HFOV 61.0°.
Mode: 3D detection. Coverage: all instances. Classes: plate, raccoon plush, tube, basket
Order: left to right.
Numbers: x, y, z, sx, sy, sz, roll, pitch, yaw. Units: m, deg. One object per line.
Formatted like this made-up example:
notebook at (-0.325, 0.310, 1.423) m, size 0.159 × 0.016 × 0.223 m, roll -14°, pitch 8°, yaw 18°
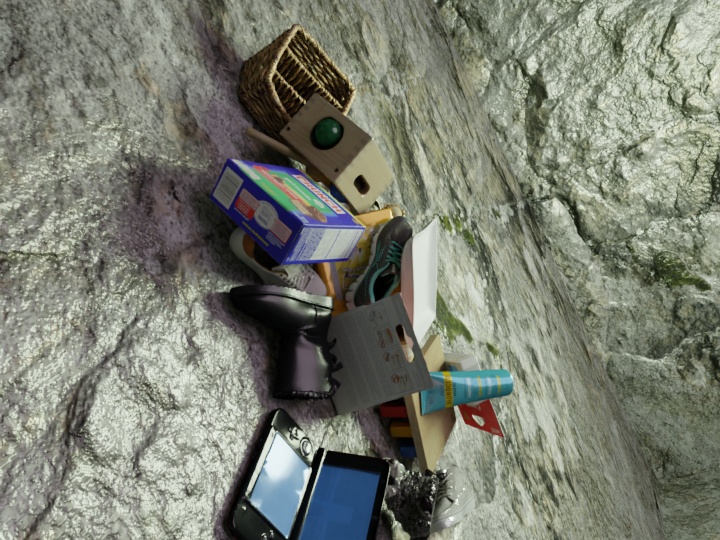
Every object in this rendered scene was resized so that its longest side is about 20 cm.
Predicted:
basket at (-0.117, -0.335, 1.177) m, size 0.200 × 0.147 × 0.145 m, roll 41°, pitch 38°, yaw -41°
raccoon plush at (0.058, 0.415, 1.049) m, size 0.097 × 0.131 × 0.204 m, roll -26°, pitch 125°, yaw -76°
plate at (0.107, 0.019, 1.120) m, size 0.199 × 0.032 × 0.204 m, roll -37°, pitch 129°, yaw -66°
tube at (0.198, 0.222, 1.164) m, size 0.196 × 0.050 × 0.079 m, roll -2°, pitch 80°, yaw -24°

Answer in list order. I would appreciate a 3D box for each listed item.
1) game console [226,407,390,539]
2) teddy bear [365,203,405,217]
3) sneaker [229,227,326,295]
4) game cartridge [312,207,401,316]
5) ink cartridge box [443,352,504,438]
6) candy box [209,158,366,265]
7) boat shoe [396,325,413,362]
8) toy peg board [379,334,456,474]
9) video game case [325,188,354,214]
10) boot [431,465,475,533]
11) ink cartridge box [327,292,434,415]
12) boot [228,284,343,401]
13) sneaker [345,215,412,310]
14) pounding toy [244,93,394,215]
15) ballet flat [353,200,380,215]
game console at (-0.063, 0.304, 0.842) m, size 0.173 × 0.117 × 0.201 m, roll 54°, pitch 30°, yaw -23°
teddy bear at (0.061, -0.032, 1.217) m, size 0.145 × 0.066 × 0.202 m, roll -40°, pitch 106°, yaw -30°
sneaker at (-0.118, 0.004, 0.981) m, size 0.199 × 0.084 × 0.074 m, roll 37°, pitch 73°, yaw -34°
game cartridge at (0.000, 0.000, 1.128) m, size 0.174 × 0.032 × 0.204 m, roll -15°, pitch 93°, yaw -23°
ink cartridge box at (0.217, 0.266, 1.303) m, size 0.200 × 0.044 × 0.179 m, roll 158°, pitch -87°, yaw -75°
candy box at (-0.106, -0.090, 0.955) m, size 0.169 × 0.078 × 0.199 m, roll 41°, pitch 19°, yaw 19°
boat shoe at (0.062, 0.110, 1.220) m, size 0.201 × 0.071 × 0.066 m, roll -120°, pitch -163°, yaw -59°
toy peg board at (0.105, 0.262, 1.217) m, size 0.200 × 0.096 × 0.203 m, roll -39°, pitch 119°, yaw -59°
video game case at (-0.023, -0.071, 1.281) m, size 0.201 × 0.023 × 0.183 m, roll 55°, pitch 31°, yaw -23°
boot at (0.165, 0.444, 1.204) m, size 0.199 × 0.073 × 0.097 m, roll 16°, pitch 50°, yaw -66°
ink cartridge box at (0.019, 0.139, 1.018) m, size 0.050 × 0.198 × 0.164 m, roll -15°, pitch 83°, yaw -61°
boot at (-0.114, 0.114, 0.940) m, size 0.196 × 0.073 × 0.166 m, roll 13°, pitch 72°, yaw -39°
sneaker at (0.051, -0.005, 1.087) m, size 0.077 × 0.091 × 0.203 m, roll 29°, pitch 78°, yaw -22°
pounding toy at (-0.069, -0.209, 1.107) m, size 0.184 × 0.142 × 0.200 m, roll 42°, pitch -1°, yaw 25°
ballet flat at (0.024, -0.065, 1.267) m, size 0.070 × 0.070 × 0.203 m, roll 33°, pitch 44°, yaw -46°
